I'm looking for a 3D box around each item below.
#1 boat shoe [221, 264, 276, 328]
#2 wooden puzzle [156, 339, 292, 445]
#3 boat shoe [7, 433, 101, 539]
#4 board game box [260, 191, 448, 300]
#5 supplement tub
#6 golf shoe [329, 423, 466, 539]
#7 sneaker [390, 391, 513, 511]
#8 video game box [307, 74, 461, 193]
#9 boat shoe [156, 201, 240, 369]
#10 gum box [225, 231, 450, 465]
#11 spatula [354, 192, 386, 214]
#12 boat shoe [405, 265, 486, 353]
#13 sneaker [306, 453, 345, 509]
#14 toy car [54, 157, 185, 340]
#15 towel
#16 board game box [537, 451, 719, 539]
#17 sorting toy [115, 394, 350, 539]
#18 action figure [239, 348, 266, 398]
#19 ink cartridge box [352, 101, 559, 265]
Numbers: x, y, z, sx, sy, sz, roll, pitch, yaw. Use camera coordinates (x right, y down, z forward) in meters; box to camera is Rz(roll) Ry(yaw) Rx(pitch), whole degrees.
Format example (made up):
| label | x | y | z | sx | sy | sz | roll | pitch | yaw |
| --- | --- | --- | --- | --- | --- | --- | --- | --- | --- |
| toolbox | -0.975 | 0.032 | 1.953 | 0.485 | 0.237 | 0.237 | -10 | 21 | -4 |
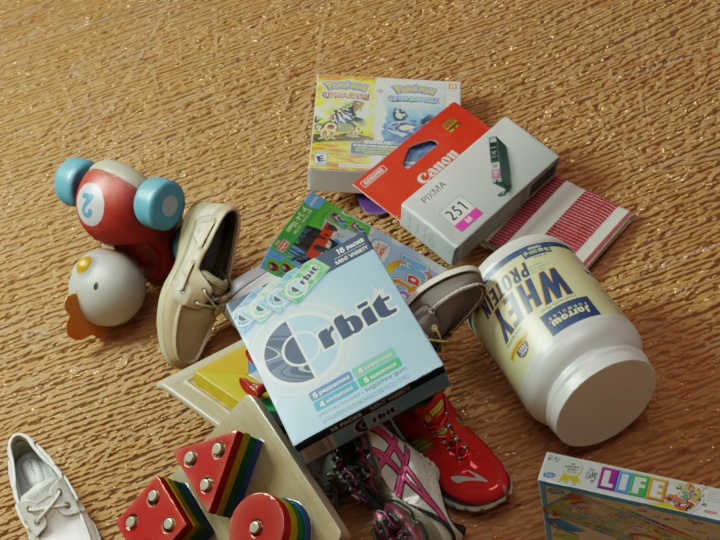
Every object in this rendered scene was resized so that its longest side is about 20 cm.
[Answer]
| label | x | y | z | sx | sy | sz | roll | pitch | yaw |
| --- | --- | --- | --- | --- | --- | --- | --- | --- | --- |
| boat shoe | -0.074 | 0.010 | 1.673 | 0.199 | 0.074 | 0.065 | -36 | 54 | -5 |
| wooden puzzle | -0.099 | 0.129 | 1.544 | 0.199 | 0.038 | 0.184 | 26 | 35 | 33 |
| boat shoe | -0.343 | 0.257 | 1.508 | 0.070 | 0.070 | 0.200 | -30 | 50 | -16 |
| board game box | 0.000 | 0.000 | 1.590 | 0.198 | 0.037 | 0.152 | 30 | 32 | 1 |
| supplement tub | 0.214 | 0.074 | 1.489 | 0.144 | 0.146 | 0.201 | -25 | 48 | -9 |
| golf shoe | 0.033 | 0.210 | 1.429 | 0.091 | 0.073 | 0.202 | -21 | 78 | -37 |
| sneaker | 0.084 | 0.175 | 1.471 | 0.077 | 0.085 | 0.200 | -34 | 50 | -15 |
| video game box | 0.035 | -0.177 | 1.800 | 0.197 | 0.047 | 0.184 | 3 | 46 | 0 |
| boat shoe | -0.188 | 0.018 | 1.629 | 0.064 | 0.071 | 0.203 | 7 | 86 | 43 |
| gum box | -0.026 | 0.076 | 1.424 | 0.169 | 0.045 | 0.201 | -28 | 52 | -4 |
| spatula | -0.008 | -0.141 | 1.817 | 0.056 | 0.021 | 0.201 | -20 | 45 | -16 |
| boat shoe | 0.057 | 0.074 | 1.471 | 0.199 | 0.072 | 0.060 | -36 | 45 | 3 |
| sneaker | -0.031 | 0.240 | 1.450 | 0.114 | 0.076 | 0.201 | -22 | 47 | -10 |
| toy car | -0.306 | -0.011 | 1.685 | 0.183 | 0.177 | 0.201 | 14 | 65 | 37 |
| towel | 0.215 | -0.063 | 1.697 | 0.199 | 0.023 | 0.144 | 28 | 58 | 30 |
| board game box | 0.274 | 0.246 | 1.330 | 0.198 | 0.135 | 0.034 | 10 | 51 | 21 |
| sorting toy | -0.141 | 0.257 | 1.393 | 0.199 | 0.069 | 0.200 | -47 | 53 | 11 |
| action figure | -0.062 | 0.068 | 1.559 | 0.198 | 0.066 | 0.099 | -18 | 50 | -38 |
| ink cartridge box | 0.118 | -0.123 | 1.703 | 0.173 | 0.044 | 0.200 | 39 | 63 | 21 |
